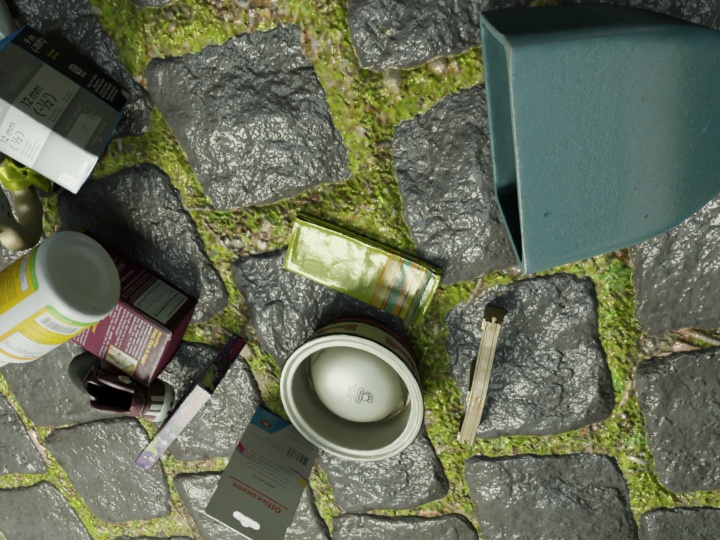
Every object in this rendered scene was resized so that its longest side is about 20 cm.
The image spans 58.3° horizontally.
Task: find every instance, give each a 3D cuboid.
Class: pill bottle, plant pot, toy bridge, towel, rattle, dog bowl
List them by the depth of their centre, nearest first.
[{"bbox_3d":[0.223,-0.139,0.588,0.194,0.197,0.201,-8,116,7],"label":"plant pot"},{"bbox_3d":[-0.373,-0.078,0.742,0.138,0.201,0.134,-3,113,-13],"label":"rattle"},{"bbox_3d":[-0.400,0.044,0.790,0.197,0.112,0.112,-27,108,24],"label":"pill bottle"},{"bbox_3d":[0.000,0.000,0.813,0.195,0.018,0.088,22,120,3],"label":"towel"},{"bbox_3d":[0.150,0.144,0.819,0.026,0.068,0.205,11,120,9],"label":"toy bridge"},{"bbox_3d":[-0.006,0.153,0.863,0.194,0.074,0.205,6,118,12],"label":"dog bowl"}]

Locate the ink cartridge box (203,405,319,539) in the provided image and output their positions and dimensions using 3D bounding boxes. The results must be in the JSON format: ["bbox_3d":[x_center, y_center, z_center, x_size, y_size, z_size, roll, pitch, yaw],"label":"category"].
[{"bbox_3d":[-0.140,0.303,0.903,0.113,0.201,0.069,29,121,-2],"label":"ink cartridge box"}]

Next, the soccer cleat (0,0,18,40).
[{"bbox_3d":[-0.491,-0.260,0.780,0.196,0.070,0.087,-25,108,25],"label":"soccer cleat"}]

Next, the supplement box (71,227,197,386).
[{"bbox_3d":[-0.340,0.051,0.892,0.197,0.086,0.112,32,120,-3],"label":"supplement box"}]

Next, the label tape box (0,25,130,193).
[{"bbox_3d":[-0.368,-0.197,0.706,0.198,0.145,0.066,35,123,-27],"label":"label tape box"}]

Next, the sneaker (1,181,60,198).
[{"bbox_3d":[-0.488,-0.137,0.835,0.195,0.087,0.077,20,119,2],"label":"sneaker"}]

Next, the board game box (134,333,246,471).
[{"bbox_3d":[-0.242,0.188,0.918,0.032,0.121,0.200,36,121,-10],"label":"board game box"}]

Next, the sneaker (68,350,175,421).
[{"bbox_3d":[-0.368,0.156,0.918,0.195,0.115,0.078,13,83,23],"label":"sneaker"}]

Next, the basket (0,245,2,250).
[{"bbox_3d":[-0.604,-0.041,0.849,0.120,0.139,0.201,-4,149,24],"label":"basket"}]
